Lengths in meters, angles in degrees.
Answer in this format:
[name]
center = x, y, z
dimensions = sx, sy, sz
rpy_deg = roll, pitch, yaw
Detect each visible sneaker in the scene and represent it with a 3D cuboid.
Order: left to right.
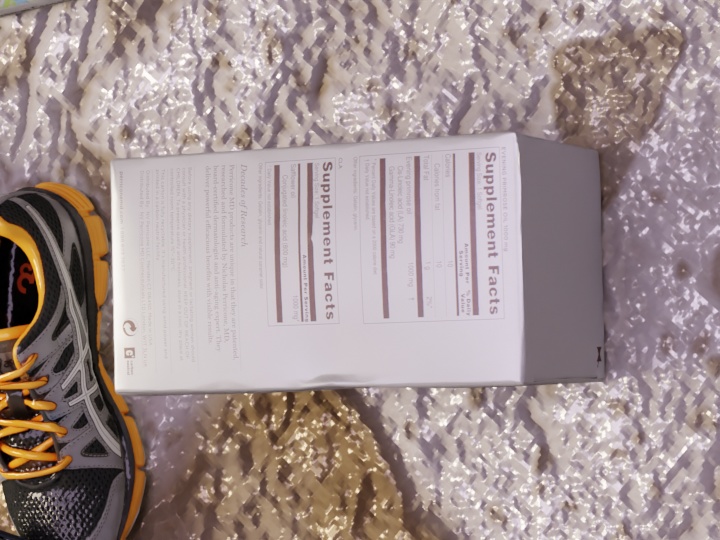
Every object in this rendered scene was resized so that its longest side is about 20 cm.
[sneaker]
center = -0.162, 0.056, 1.205
dimensions = 0.078, 0.077, 0.200
rpy_deg = -13, 84, 22

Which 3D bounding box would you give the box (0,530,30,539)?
[box]
center = -0.157, 0.223, 1.124
dimensions = 0.159, 0.200, 0.046
rpy_deg = 18, 138, 10

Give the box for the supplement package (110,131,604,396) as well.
[supplement package]
center = 0.000, 0.000, 1.112
dimensions = 0.200, 0.114, 0.110
rpy_deg = -3, 87, 23

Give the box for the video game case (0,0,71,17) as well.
[video game case]
center = -0.184, -0.232, 1.257
dimensions = 0.182, 0.022, 0.200
rpy_deg = -10, 84, 24
